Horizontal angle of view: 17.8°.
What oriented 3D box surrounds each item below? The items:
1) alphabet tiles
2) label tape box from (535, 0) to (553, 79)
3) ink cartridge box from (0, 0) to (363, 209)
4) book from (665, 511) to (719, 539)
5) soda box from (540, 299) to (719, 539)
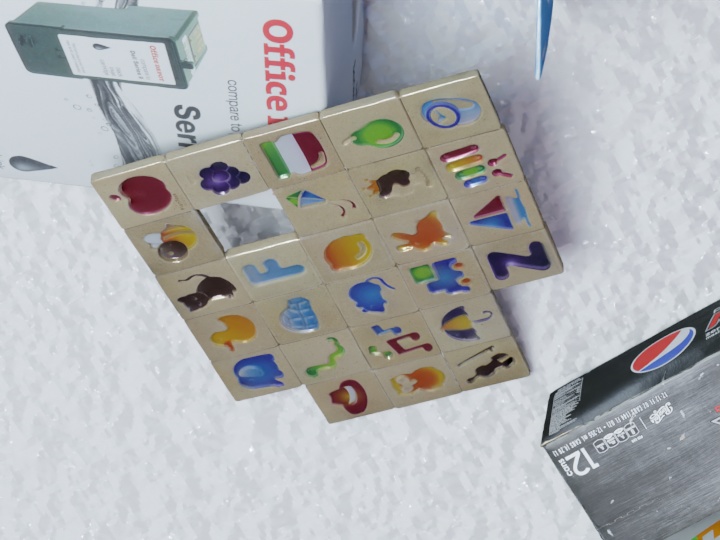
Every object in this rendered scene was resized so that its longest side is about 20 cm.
[{"bbox_3d":[0.000,0.000,0.987,0.166,0.008,0.200,-14,140,13],"label":"alphabet tiles"},{"bbox_3d":[0.040,-0.188,0.897,0.066,0.143,0.201,-1,110,8],"label":"label tape box"},{"bbox_3d":[-0.102,-0.106,0.946,0.199,0.084,0.146,7,146,6],"label":"ink cartridge box"},{"bbox_3d":[0.187,0.131,0.998,0.200,0.134,0.048,-40,100,18],"label":"book"},{"bbox_3d":[0.181,0.046,1.005,0.199,0.063,0.071,-30,104,17],"label":"soda box"}]
